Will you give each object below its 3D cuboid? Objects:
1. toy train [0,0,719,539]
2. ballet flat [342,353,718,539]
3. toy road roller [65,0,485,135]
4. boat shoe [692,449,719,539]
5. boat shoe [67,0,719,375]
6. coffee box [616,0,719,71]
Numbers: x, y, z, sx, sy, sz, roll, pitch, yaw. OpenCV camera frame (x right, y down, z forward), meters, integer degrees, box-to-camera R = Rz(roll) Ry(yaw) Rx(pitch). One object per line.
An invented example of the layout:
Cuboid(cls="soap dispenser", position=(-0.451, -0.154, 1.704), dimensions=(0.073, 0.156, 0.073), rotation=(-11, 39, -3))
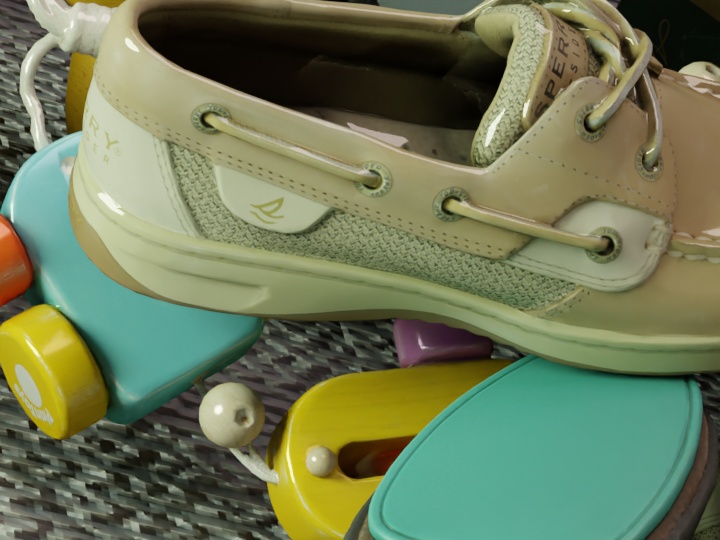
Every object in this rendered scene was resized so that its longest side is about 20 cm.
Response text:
Cuboid(cls="toy train", position=(0.000, 0.000, 0.715), dimensions=(0.200, 0.056, 0.150), rotation=(20, 66, -8))
Cuboid(cls="ballet flat", position=(0.021, 0.081, 0.613), dimensions=(0.068, 0.068, 0.200), rotation=(14, 27, 20))
Cuboid(cls="toy road roller", position=(-0.048, -0.088, 0.776), dimensions=(0.200, 0.146, 0.123), rotation=(30, 20, -15))
Cuboid(cls="boat shoe", position=(0.136, 0.116, 0.677), dimensions=(0.201, 0.063, 0.073), rotation=(49, 16, 31))
Cuboid(cls="boat shoe", position=(0.038, -0.026, 0.659), dimensions=(0.200, 0.065, 0.072), rotation=(5, 43, -11))
Cuboid(cls="coffee box", position=(0.144, -0.066, 0.959), dimensions=(0.044, 0.123, 0.200), rotation=(41, 30, 28))
